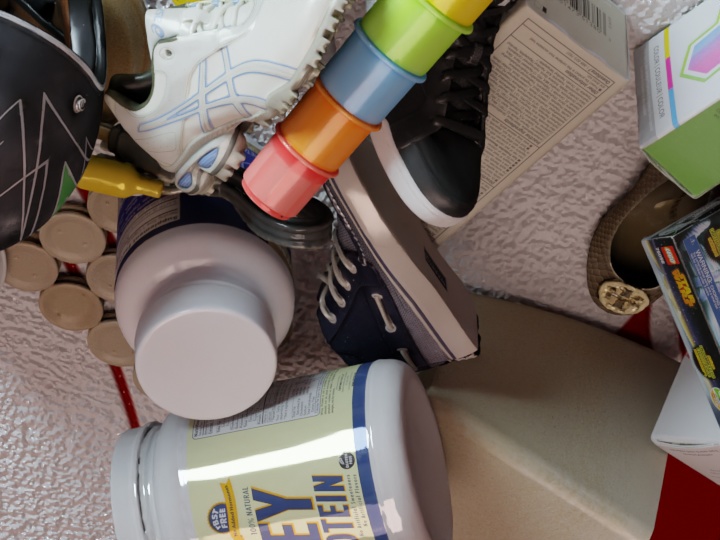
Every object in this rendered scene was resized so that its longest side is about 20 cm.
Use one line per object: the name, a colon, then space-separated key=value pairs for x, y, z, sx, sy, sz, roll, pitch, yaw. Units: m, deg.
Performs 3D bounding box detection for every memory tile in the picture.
memory tile: x=-0.162 y=0.017 z=1.424 sx=0.153 sy=0.017 sz=0.200 roll=-30 pitch=124 yaw=28

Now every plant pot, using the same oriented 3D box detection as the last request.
plant pot: x=0.098 y=0.138 z=1.404 sx=0.177 sy=0.200 sz=0.200 roll=33 pitch=128 yaw=-7

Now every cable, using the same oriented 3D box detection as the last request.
cable: x=-0.099 y=-0.053 z=1.225 sx=0.199 sy=0.097 sz=0.051 roll=24 pitch=116 yaw=18

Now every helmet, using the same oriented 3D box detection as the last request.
helmet: x=-0.242 y=-0.101 z=1.113 sx=0.199 sy=0.191 sz=0.201 roll=-1 pitch=132 yaw=-1

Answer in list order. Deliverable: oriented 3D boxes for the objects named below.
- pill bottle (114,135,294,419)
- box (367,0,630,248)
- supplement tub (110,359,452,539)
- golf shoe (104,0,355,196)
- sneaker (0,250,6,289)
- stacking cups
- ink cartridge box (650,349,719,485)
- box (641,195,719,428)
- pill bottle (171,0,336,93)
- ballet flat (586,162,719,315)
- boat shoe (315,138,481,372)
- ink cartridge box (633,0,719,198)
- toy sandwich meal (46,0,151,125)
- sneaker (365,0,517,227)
pill bottle: x=-0.104 y=0.002 z=1.268 sx=0.119 sy=0.200 sz=0.120 roll=-3 pitch=126 yaw=-4
box: x=0.075 y=-0.109 z=1.242 sx=0.095 sy=0.078 sz=0.200 roll=34 pitch=127 yaw=-23
supplement tub: x=-0.050 y=0.146 z=1.259 sx=0.199 sy=0.145 sz=0.145 roll=-13 pitch=130 yaw=13
golf shoe: x=-0.078 y=-0.126 z=1.097 sx=0.097 sy=0.078 sz=0.200 roll=36 pitch=129 yaw=-14
sneaker: x=-0.303 y=-0.022 z=1.339 sx=0.078 sy=0.100 sz=0.201 roll=15 pitch=131 yaw=11
stacking cups: x=0.008 y=-0.113 z=1.097 sx=0.060 sy=0.061 sz=0.200 roll=31 pitch=114 yaw=-22
ink cartridge box: x=0.327 y=0.106 z=1.362 sx=0.200 sy=0.146 sz=0.085 roll=32 pitch=163 yaw=-24
box: x=0.285 y=0.040 z=1.275 sx=0.040 sy=0.137 sz=0.201 roll=-7 pitch=109 yaw=63
pill bottle: x=-0.068 y=-0.206 z=1.145 sx=0.111 sy=0.112 sz=0.201 roll=-3 pitch=133 yaw=8
ballet flat: x=0.210 y=-0.034 z=1.320 sx=0.067 sy=0.046 sz=0.200 roll=18 pitch=132 yaw=-10
boat shoe: x=0.000 y=0.000 z=1.245 sx=0.092 sy=0.075 sz=0.200 roll=-21 pitch=127 yaw=17
ink cartridge box: x=0.264 y=-0.142 z=1.177 sx=0.200 sy=0.104 sz=0.059 roll=-34 pitch=123 yaw=31
toy sandwich meal: x=-0.233 y=-0.161 z=1.237 sx=0.204 sy=0.070 sz=0.206 roll=-1 pitch=131 yaw=-1
sneaker: x=0.060 y=-0.136 z=1.127 sx=0.073 sy=0.201 sz=0.112 roll=9 pitch=154 yaw=-43
